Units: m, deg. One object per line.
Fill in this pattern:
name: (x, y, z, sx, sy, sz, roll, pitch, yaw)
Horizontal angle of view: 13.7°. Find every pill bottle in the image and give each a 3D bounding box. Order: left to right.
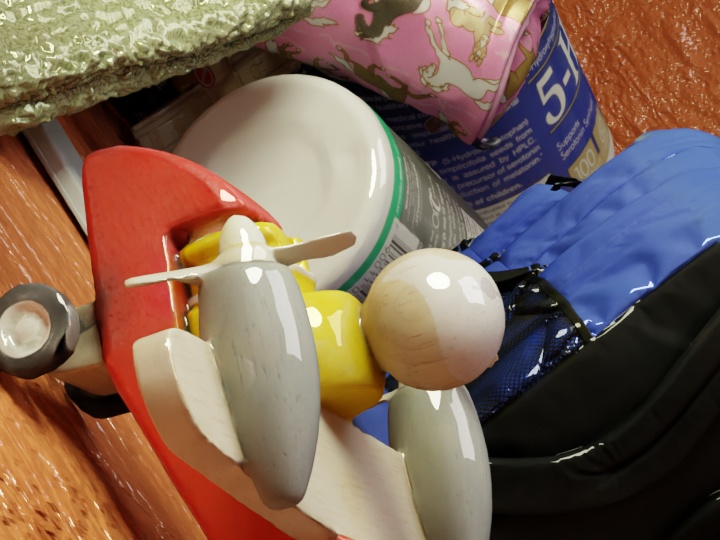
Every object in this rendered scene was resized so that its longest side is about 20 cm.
pill bottle: (0.000, 0.000, 1.357, 0.113, 0.113, 0.200, 57, 8, 32)
pill bottle: (0.037, -0.110, 1.441, 0.200, 0.120, 0.120, 62, 0, -38)

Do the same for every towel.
towel: (-0.119, -0.134, 1.204, 0.200, 0.036, 0.148, -21, 70, -44)

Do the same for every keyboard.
keyboard: (-0.101, -0.013, 1.209, 0.200, 0.011, 0.056, 56, 3, 26)

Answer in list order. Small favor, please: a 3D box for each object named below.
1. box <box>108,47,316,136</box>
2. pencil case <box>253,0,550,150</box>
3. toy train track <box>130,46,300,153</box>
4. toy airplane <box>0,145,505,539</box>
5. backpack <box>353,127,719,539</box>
box: (-0.048, -0.098, 1.489, 0.036, 0.143, 0.200, -4, -43, 45)
pencil case: (-0.018, -0.123, 1.320, 0.200, 0.087, 0.083, 22, 19, 2)
toy train track: (-0.041, -0.049, 1.443, 0.033, 0.115, 0.200, -5, -64, 46)
toy airplane: (-0.009, 0.054, 0.929, 0.199, 0.141, 0.200, 50, 7, -20)
backpack: (0.104, 0.037, 1.218, 0.163, 0.200, 0.168, 50, 3, -40)
